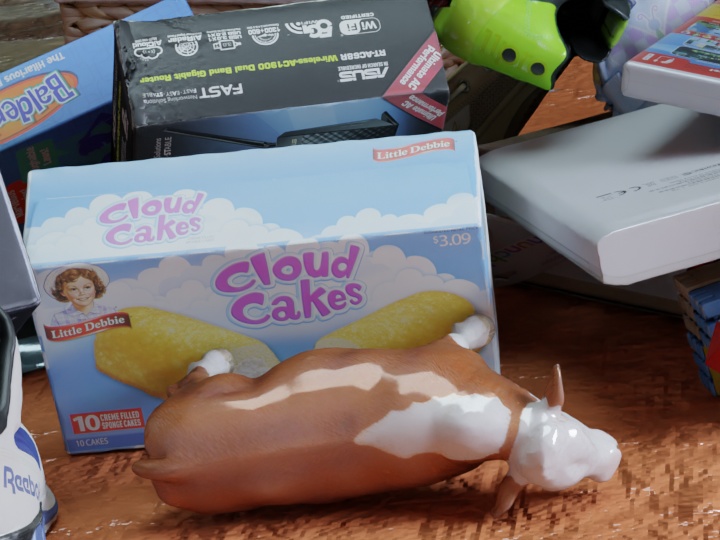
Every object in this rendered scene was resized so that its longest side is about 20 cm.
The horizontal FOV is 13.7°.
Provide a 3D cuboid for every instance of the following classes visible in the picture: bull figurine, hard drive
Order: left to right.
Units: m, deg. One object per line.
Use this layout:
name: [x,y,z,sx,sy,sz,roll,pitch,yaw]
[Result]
bull figurine: [0.007,0.061,1.232,0.199,0.065,0.121,-3,10,5]
hard drive: [0.139,-0.040,1.341,0.131,0.026,0.200,-16,14,-9]

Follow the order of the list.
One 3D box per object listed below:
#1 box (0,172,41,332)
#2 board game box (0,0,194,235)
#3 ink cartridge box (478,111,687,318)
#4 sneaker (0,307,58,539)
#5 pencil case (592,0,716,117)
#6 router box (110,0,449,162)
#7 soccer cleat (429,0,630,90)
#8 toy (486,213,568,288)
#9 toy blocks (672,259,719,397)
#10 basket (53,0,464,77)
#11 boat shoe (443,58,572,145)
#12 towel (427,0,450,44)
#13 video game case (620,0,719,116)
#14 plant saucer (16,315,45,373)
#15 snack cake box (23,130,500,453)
box: [-0.264,0.019,1.290,0.199,0.104,0.182,-13,-14,-26]
board game box: [-0.162,-0.044,1.491,0.199,0.045,0.152,-25,-26,-7]
ink cartridge box: [0.179,-0.035,1.518,0.164,0.075,0.200,-14,16,-35]
sneaker: [-0.163,0.060,1.204,0.080,0.116,0.199,-8,14,-11]
pencil case: [0.172,-0.129,1.574,0.083,0.091,0.200,34,19,1]
router box: [-0.044,-0.048,1.443,0.149,0.062,0.200,-7,-31,-9]
soccer cleat: [0.102,-0.144,1.467,0.081,0.068,0.200,32,38,9]
toy: [0.000,0.000,1.409,0.200,0.047,0.115,18,-25,-37]
toy blocks: [0.202,0.013,1.310,0.136,0.100,0.200,-19,15,-3]
basket: [-0.049,-0.128,1.817,0.199,0.161,0.198,1,16,30]
boat shoe: [0.083,-0.125,1.599,0.063,0.201,0.073,36,25,1]
towel: [0.023,-0.122,1.519,0.022,0.200,0.145,38,48,4]
video game case: [0.221,-0.100,1.384,0.143,0.018,0.200,14,23,22]
plant saucer: [-0.114,0.020,1.550,0.199,0.019,0.070,-16,16,-29]
snack cake box: [-0.041,0.010,1.318,0.199,0.115,0.067,-6,43,4]
